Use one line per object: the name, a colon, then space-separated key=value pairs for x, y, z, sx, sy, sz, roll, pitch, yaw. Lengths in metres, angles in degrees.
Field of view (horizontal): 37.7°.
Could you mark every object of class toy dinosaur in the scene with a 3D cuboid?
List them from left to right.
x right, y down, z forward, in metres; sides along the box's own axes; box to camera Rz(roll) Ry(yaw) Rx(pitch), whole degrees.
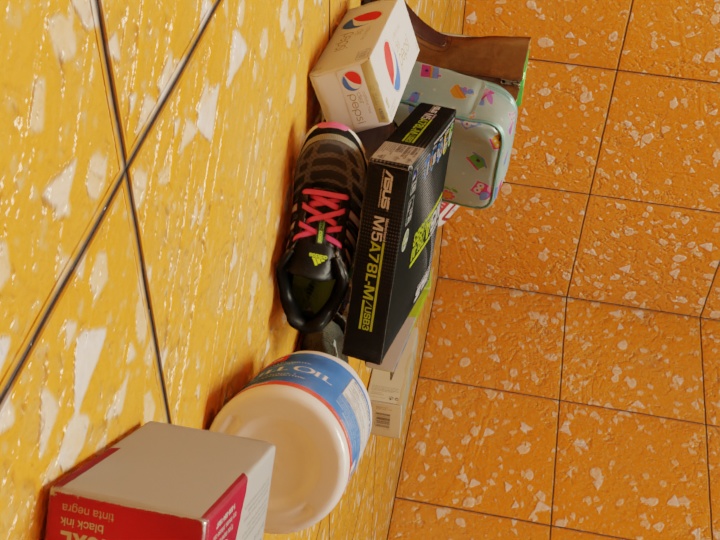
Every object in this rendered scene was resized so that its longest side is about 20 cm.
toy dinosaur: x=-0.040 y=0.090 z=1.139 sx=0.200 sy=0.076 sz=0.104 roll=-29 pitch=115 yaw=-75

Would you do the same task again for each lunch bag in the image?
lunch bag: x=0.075 y=-0.155 z=1.211 sx=0.161 sy=0.198 sz=0.078 roll=89 pitch=23 yaw=-53

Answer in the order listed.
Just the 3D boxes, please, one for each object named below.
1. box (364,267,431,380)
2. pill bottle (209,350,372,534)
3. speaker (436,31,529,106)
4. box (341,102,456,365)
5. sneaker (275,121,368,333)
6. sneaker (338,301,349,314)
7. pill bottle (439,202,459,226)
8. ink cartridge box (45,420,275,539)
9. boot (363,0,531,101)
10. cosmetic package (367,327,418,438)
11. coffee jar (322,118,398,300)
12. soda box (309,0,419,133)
box: x=0.044 y=0.034 z=1.339 sx=0.201 sy=0.047 sz=0.123 roll=109 pitch=-12 yaw=-49
pill bottle: x=-0.050 y=0.128 z=0.859 sx=0.200 sy=0.111 sz=0.114 roll=-42 pitch=140 yaw=-81
speaker: x=0.109 y=-0.257 z=1.333 sx=0.088 sy=0.197 sz=0.090 roll=9 pitch=90 yaw=-83
box: x=0.039 y=-0.041 z=1.007 sx=0.200 sy=0.047 sz=0.195 roll=-53 pitch=152 yaw=-62
sneaker: x=-0.034 y=-0.029 z=0.945 sx=0.088 sy=0.073 sz=0.202 roll=-81 pitch=-179 yaw=-66
sneaker: x=0.000 y=0.000 z=1.282 sx=0.078 sy=0.069 sz=0.202 roll=-84 pitch=179 yaw=-53
pill bottle: x=0.114 y=-0.140 z=1.592 sx=0.200 sy=0.112 sz=0.112 roll=-48 pitch=-178 yaw=15
ink cartridge box: x=-0.110 y=0.199 z=0.559 sx=0.145 sy=0.082 sz=0.203 roll=-32 pitch=130 yaw=-81
boot: x=0.101 y=-0.275 z=1.240 sx=0.069 sy=0.197 sz=0.190 roll=-64 pitch=162 yaw=-66
cosmetic package: x=0.059 y=0.208 z=2.018 sx=0.201 sy=0.072 sz=0.104 roll=-73 pitch=169 yaw=-45
coffee jar: x=-0.005 y=-0.062 z=1.099 sx=0.201 sy=0.084 sz=0.105 roll=89 pitch=13 yaw=-49
soda box: x=0.008 y=-0.208 z=1.050 sx=0.201 sy=0.063 sz=0.069 roll=-70 pitch=144 yaw=-57
